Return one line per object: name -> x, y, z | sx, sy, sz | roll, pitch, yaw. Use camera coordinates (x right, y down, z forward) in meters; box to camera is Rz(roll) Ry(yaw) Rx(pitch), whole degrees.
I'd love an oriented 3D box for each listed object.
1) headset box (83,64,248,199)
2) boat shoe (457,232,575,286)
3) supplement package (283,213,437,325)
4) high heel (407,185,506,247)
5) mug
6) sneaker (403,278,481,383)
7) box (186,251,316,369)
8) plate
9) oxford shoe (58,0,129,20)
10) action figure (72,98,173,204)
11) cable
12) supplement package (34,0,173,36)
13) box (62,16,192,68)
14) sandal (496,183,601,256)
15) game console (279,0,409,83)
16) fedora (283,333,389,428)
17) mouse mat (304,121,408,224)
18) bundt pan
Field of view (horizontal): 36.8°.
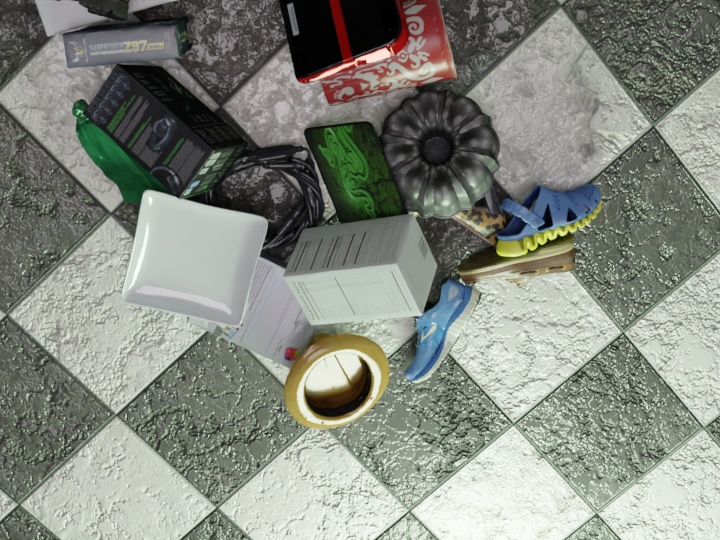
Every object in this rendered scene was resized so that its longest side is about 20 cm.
headset box -> -0.285, -0.211, 1.582 | 0.199, 0.174, 0.093 | 41, 104, 1
boat shoe -> 0.258, -0.006, 1.769 | 0.196, 0.072, 0.069 | -14, 113, 3
supplement package -> 0.000, 0.000, 1.663 | 0.197, 0.111, 0.115 | -6, 131, 27
high heel -> 0.136, -0.073, 1.736 | 0.197, 0.071, 0.145 | -21, 107, -4
mug -> 0.031, -0.342, 1.624 | 0.196, 0.180, 0.134 | -15, 147, 6
sneaker -> 0.121, 0.098, 1.805 | 0.088, 0.079, 0.202 | 32, 111, 8
box -> -0.164, 0.054, 1.779 | 0.197, 0.041, 0.158 | 25, 106, -11
plate -> -0.260, -0.021, 1.694 | 0.196, 0.032, 0.202 | 13, 116, -11
oxford shoe -> -0.396, -0.400, 1.431 | 0.196, 0.073, 0.086 | 15, 92, -11
action figure -> -0.368, -0.180, 1.634 | 0.116, 0.055, 0.201 | -6, 139, 30
cable -> -0.158, -0.111, 1.713 | 0.196, 0.051, 0.166 | -12, 110, -6
supplement package -> -0.360, -0.441, 1.527 | 0.196, 0.151, 0.154 | -15, 111, 1
box -> -0.327, -0.327, 1.543 | 0.154, 0.200, 0.052 | -6, 105, -1
sandal -> 0.297, -0.097, 1.719 | 0.197, 0.079, 0.088 | -25, 109, -18
game console -> -0.029, -0.382, 1.569 | 0.174, 0.031, 0.203 | -18, 68, 12
fedora -> -0.047, 0.169, 1.794 | 0.197, 0.082, 0.203 | -13, 129, -16
mouse mat -> -0.002, -0.135, 1.677 | 0.008, 0.159, 0.203 | -38, 116, -36
bundt pan -> 0.116, -0.184, 1.650 | 0.198, 0.076, 0.206 | -1, 86, 7
